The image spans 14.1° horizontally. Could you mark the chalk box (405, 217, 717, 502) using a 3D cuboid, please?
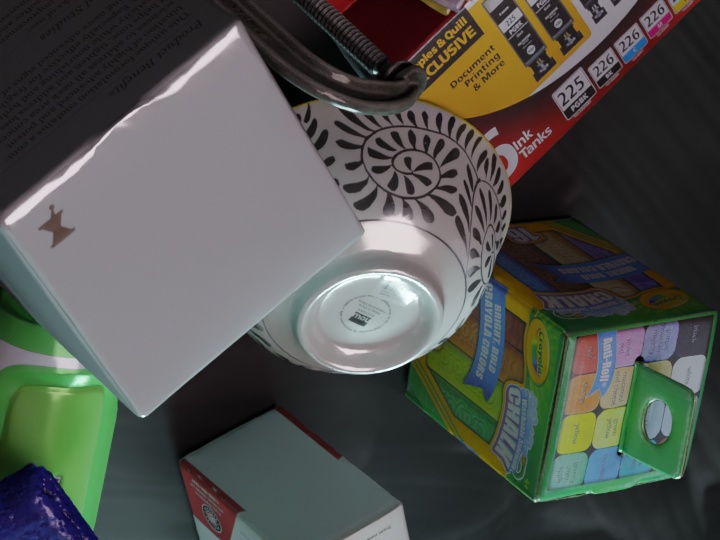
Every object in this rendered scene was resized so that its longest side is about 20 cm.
[{"bbox_3d":[0.138,0.064,1.856,0.124,0.200,0.125,-6,117,-32],"label":"chalk box"}]

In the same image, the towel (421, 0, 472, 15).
[{"bbox_3d":[0.040,-0.264,1.686,0.144,0.023,0.200,27,99,-4],"label":"towel"}]

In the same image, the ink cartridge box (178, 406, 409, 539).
[{"bbox_3d":[-0.028,0.210,1.855,0.083,0.147,0.200,-28,128,-22],"label":"ink cartridge box"}]

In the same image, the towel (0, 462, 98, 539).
[{"bbox_3d":[-0.233,0.198,1.693,0.200,0.050,0.148,-24,121,14],"label":"towel"}]

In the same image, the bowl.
[{"bbox_3d":[0.000,0.000,1.744,0.201,0.094,0.201,-6,134,-6],"label":"bowl"}]

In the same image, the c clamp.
[{"bbox_3d":[-0.032,-0.144,1.606,0.171,0.200,0.027,9,122,-51],"label":"c clamp"}]

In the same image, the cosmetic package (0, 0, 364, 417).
[{"bbox_3d":[-0.140,-0.063,1.595,0.167,0.200,0.166,-40,130,-10],"label":"cosmetic package"}]

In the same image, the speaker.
[{"bbox_3d":[-0.196,0.112,1.726,0.088,0.088,0.200,-2,115,-34],"label":"speaker"}]

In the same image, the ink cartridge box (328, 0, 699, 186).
[{"bbox_3d":[0.088,-0.173,1.772,0.200,0.084,0.176,-45,131,-6],"label":"ink cartridge box"}]
